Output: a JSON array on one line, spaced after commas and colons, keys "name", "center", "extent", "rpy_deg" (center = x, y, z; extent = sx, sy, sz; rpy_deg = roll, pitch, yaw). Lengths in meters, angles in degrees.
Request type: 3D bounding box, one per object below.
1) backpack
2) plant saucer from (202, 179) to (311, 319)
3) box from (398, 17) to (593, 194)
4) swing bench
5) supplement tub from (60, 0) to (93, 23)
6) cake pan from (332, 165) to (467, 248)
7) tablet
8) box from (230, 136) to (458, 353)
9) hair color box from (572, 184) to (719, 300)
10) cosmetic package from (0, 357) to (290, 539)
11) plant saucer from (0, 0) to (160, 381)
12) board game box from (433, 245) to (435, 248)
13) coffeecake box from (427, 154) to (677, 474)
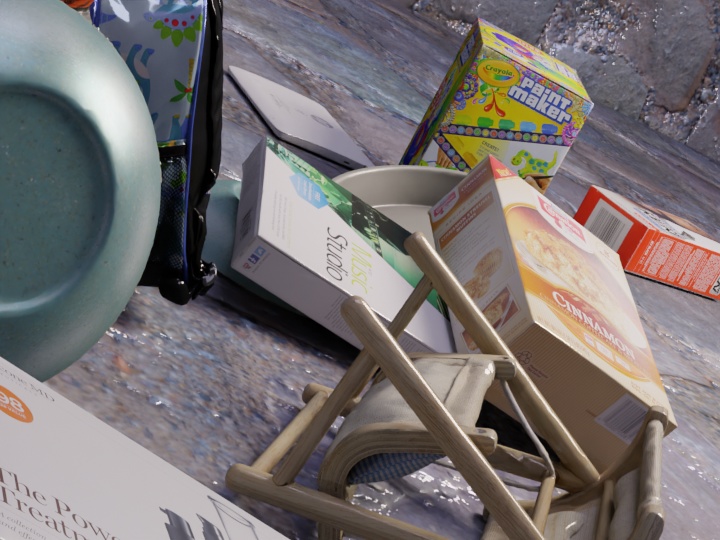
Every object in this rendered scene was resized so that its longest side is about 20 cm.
[{"name": "backpack", "center": [-0.158, -0.107, 1.051], "extent": [0.146, 0.201, 0.183], "rpy_deg": [5, 22, -12]}, {"name": "plant saucer", "center": [-0.058, -0.023, 1.275], "extent": [0.200, 0.039, 0.201], "rpy_deg": [28, 15, -8]}, {"name": "box", "center": [0.124, -0.124, 1.648], "extent": [0.121, 0.193, 0.200], "rpy_deg": [27, 14, -5]}, {"name": "swing bench", "center": [0.060, 0.100, 0.927], "extent": [0.199, 0.130, 0.199], "rpy_deg": [36, 15, 3]}, {"name": "supplement tub", "center": [-0.218, -0.090, 0.880], "extent": [0.122, 0.201, 0.123], "rpy_deg": [26, 15, -8]}, {"name": "cake pan", "center": [0.062, -0.037, 1.424], "extent": [0.199, 0.037, 0.201], "rpy_deg": [6, 24, -3]}, {"name": "tablet", "center": [-0.061, -0.159, 1.771], "extent": [0.130, 0.014, 0.200], "rpy_deg": [21, 17, -29]}, {"name": "box", "center": [0.000, 0.000, 1.202], "extent": [0.199, 0.036, 0.145], "rpy_deg": [34, 26, -20]}, {"name": "hair color box", "center": [0.360, -0.033, 2.040], "extent": [0.199, 0.064, 0.111], "rpy_deg": [16, 19, -44]}, {"name": "cosmetic package", "center": [-0.089, 0.119, 0.646], "extent": [0.200, 0.052, 0.151], "rpy_deg": [37, 7, -29]}, {"name": "plant saucer", "center": [-0.171, -0.035, 0.787], "extent": [0.200, 0.202, 0.039], "rpy_deg": [17, -4, -38]}, {"name": "board game box", "center": [0.131, 0.050, 1.390], "extent": [0.126, 0.035, 0.200], "rpy_deg": [20, 17, -27]}, {"name": "coffeecake box", "center": [0.137, 0.032, 1.234], "extent": [0.153, 0.073, 0.201], "rpy_deg": [34, 27, -28]}]
